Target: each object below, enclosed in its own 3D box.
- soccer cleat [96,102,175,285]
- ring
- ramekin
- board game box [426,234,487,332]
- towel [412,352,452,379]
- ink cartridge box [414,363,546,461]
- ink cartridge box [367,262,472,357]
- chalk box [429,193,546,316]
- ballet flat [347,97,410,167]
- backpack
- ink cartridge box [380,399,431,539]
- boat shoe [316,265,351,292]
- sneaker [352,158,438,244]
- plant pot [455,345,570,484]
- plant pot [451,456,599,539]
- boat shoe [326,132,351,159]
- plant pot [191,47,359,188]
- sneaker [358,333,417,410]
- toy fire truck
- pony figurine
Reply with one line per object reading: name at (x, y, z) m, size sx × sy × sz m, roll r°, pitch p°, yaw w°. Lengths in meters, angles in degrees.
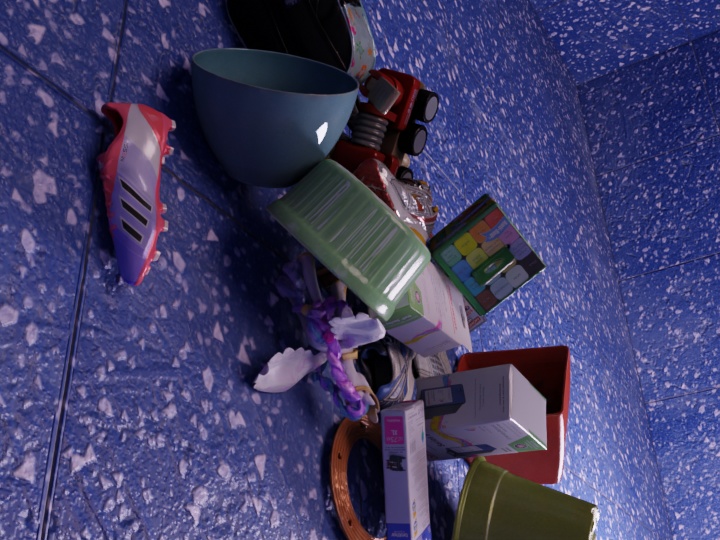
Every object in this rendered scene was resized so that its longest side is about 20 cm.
soccer cleat at (-0.234, -0.080, 0.850) m, size 0.076 × 0.067 × 0.200 m, roll 13°, pitch 63°, yaw -25°
ring at (0.010, 0.290, 1.123) m, size 0.200 × 0.019 × 0.201 m, roll 42°, pitch 38°, yaw -44°
ramekin at (-0.009, -0.042, 1.021) m, size 0.200 × 0.098 × 0.200 m, roll 43°, pitch 0°, yaw 0°
board game box at (0.131, 0.010, 1.438) m, size 0.200 × 0.062 × 0.200 m, roll 53°, pitch 11°, yaw -9°
towel at (0.104, 0.099, 1.380) m, size 0.193 × 0.034 × 0.200 m, roll 30°, pitch 41°, yaw -61°
ink cartridge box at (0.158, 0.216, 1.253) m, size 0.145 × 0.200 × 0.088 m, roll 42°, pitch 45°, yaw -47°
ink cartridge box at (0.083, 0.047, 1.202) m, size 0.200 × 0.067 × 0.117 m, roll 38°, pitch 38°, yaw -49°
chalk box at (0.186, -0.024, 1.261) m, size 0.124 × 0.125 × 0.200 m, roll 51°, pitch 8°, yaw -5°
ballet flat at (0.015, -0.229, 1.334) m, size 0.200 × 0.057 × 0.066 m, roll 49°, pitch 9°, yaw 29°
backpack at (-0.072, -0.330, 1.185) m, size 0.150 × 0.177 × 0.200 m, roll -14°, pitch 80°, yaw -62°
ink cartridge box at (0.061, 0.277, 1.114) m, size 0.119 × 0.042 × 0.201 m, roll 10°, pitch 74°, yaw -74°
boat shoe at (0.000, 0.000, 1.232) m, size 0.070 × 0.070 × 0.200 m, roll 66°, pitch 26°, yaw -2°
sneaker at (0.049, -0.101, 1.153) m, size 0.082 × 0.078 × 0.200 m, roll -61°, pitch 150°, yaw -10°
plant pot at (0.275, 0.266, 1.484) m, size 0.200 × 0.199 × 0.177 m, roll -61°, pitch 139°, yaw -57°
plant pot at (0.254, 0.393, 1.270) m, size 0.200 × 0.190 × 0.201 m, roll 6°, pitch 90°, yaw -68°
boat shoe at (-0.012, -0.166, 1.302) m, size 0.201 × 0.063 × 0.073 m, roll 27°, pitch 84°, yaw -62°
plant pot at (-0.112, -0.180, 1.032) m, size 0.200 × 0.200 × 0.135 m, roll -45°, pitch 150°, yaw -62°
sneaker at (0.040, 0.114, 1.237) m, size 0.085 × 0.077 × 0.200 m, roll 37°, pitch 41°, yaw -44°
toy fire truck at (0.024, -0.194, 1.158) m, size 0.200 × 0.128 × 0.176 m, roll 10°, pitch 101°, yaw -63°
pony figurine at (-0.042, 0.081, 1.038) m, size 0.193 × 0.166 × 0.200 m, roll 44°, pitch 21°, yaw -57°
